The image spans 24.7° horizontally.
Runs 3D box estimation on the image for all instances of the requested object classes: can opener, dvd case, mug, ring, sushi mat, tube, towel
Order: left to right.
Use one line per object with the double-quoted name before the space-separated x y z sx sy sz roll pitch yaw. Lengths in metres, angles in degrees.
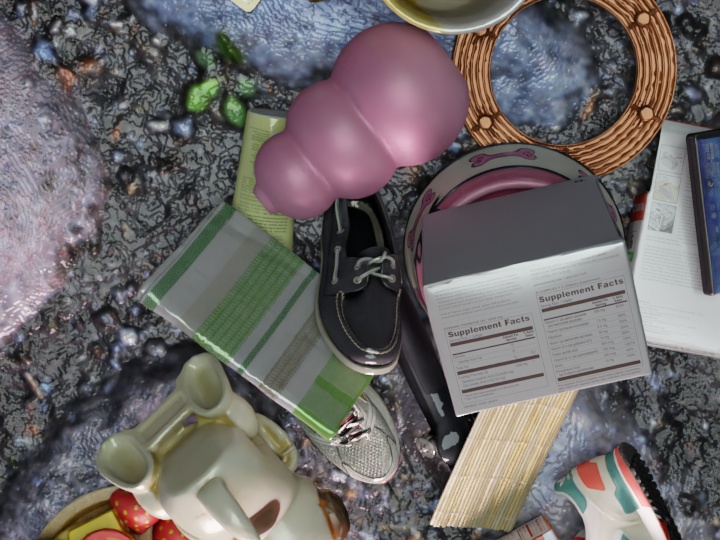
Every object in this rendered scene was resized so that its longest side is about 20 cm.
"tube" -0.089 -0.043 1.468 0.058 0.052 0.200 16 105 36
"towel" -0.077 0.043 1.393 0.200 0.149 0.031 38 133 -1
"mug" 0.055 -0.278 1.391 0.186 0.153 0.150 15 96 -4
"can opener" 0.062 0.096 1.479 0.079 0.063 0.200 -33 101 -19
"sushi mat" 0.134 0.151 1.462 0.096 0.012 0.200 7 119 -28
"ring" 0.179 -0.176 1.456 0.200 0.019 0.201 1 99 8
"dvd case" 0.381 -0.064 1.461 0.200 0.018 0.143 -10 95 -23

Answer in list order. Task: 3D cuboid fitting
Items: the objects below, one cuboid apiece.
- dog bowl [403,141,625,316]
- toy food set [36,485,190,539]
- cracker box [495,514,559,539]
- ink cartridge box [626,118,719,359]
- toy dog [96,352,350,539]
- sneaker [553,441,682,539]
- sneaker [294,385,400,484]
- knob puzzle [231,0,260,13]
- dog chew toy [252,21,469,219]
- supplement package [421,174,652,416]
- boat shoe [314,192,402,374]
"dog bowl" 0.137 -0.009 1.448 0.200 0.074 0.201 1 106 2
"toy food set" -0.211 0.296 1.498 0.198 0.049 0.200 -27 97 1
"cracker box" 0.118 0.333 1.512 0.200 0.058 0.134 -29 98 2
"ink cartridge box" 0.298 -0.027 1.479 0.109 0.050 0.200 11 87 -4
"toy dog" -0.095 0.195 1.432 0.140 0.194 0.200 -50 130 -10
"sneaker" 0.246 0.260 1.512 0.093 0.070 0.200 -23 99 17
"sneaker" -0.037 0.117 1.462 0.078 0.082 0.200 -36 106 10
"knob puzzle" -0.125 -0.356 1.436 0.219 0.030 0.220 0 97 -2
"dog chew toy" -0.006 -0.119 1.397 0.200 0.125 0.125 -37 97 0
"supplement package" 0.135 0.015 1.312 0.155 0.200 0.111 -13 106 6
"boat shoe" 0.000 0.000 1.401 0.072 0.200 0.063 4 134 -12
